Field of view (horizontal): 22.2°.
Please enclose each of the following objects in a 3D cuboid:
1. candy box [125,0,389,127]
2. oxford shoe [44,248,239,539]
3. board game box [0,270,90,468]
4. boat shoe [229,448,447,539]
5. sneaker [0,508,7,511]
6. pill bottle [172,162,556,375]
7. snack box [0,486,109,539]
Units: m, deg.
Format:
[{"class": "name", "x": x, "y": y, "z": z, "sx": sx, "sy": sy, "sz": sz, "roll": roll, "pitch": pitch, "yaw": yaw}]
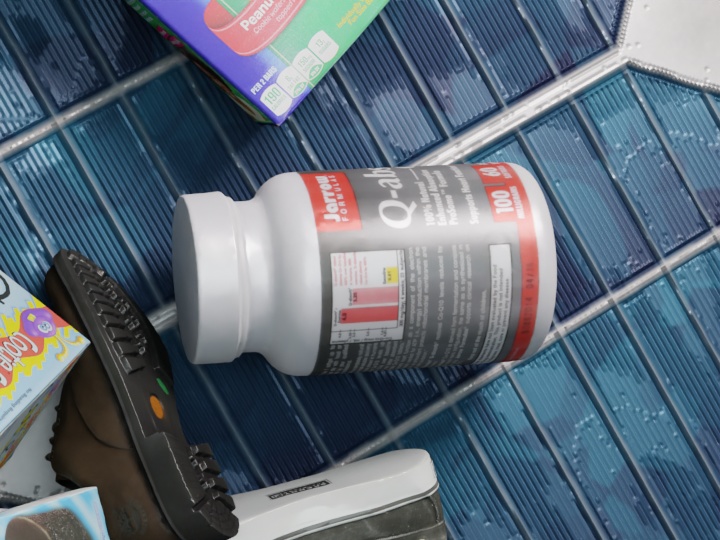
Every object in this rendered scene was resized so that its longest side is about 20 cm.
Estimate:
[{"class": "candy box", "x": -0.070, "y": -0.209, "z": 1.045, "sx": 0.200, "sy": 0.077, "sz": 0.169, "roll": 42, "pitch": 84, "yaw": -10}, {"class": "oxford shoe", "x": -0.142, "y": 0.076, "z": 0.999, "sx": 0.084, "sy": 0.073, "sz": 0.200, "roll": -33, "pitch": 58, "yaw": 14}, {"class": "board game box", "x": -0.261, "y": 0.030, "z": 0.947, "sx": 0.200, "sy": 0.103, "sz": 0.105, "roll": 38, "pitch": 122, "yaw": -1}, {"class": "boat shoe", "x": -0.047, "y": 0.158, "z": 1.033, "sx": 0.200, "sy": 0.071, "sz": 0.064, "roll": -14, "pitch": 98, "yaw": -8}, {"class": "sneaker", "x": -0.220, "y": 0.205, "z": 0.952, "sx": 0.081, "sy": 0.075, "sz": 0.200, "roll": 14, "pitch": 42, "yaw": 23}, {"class": "pill bottle", "x": 0.000, "y": 0.000, "z": 1.036, "sx": 0.200, "sy": 0.116, "sz": 0.116, "roll": -3, "pitch": 86, "yaw": -14}, {"class": "snack box", "x": -0.161, "y": 0.219, "z": 0.918, "sx": 0.116, "sy": 0.037, "sz": 0.200, "roll": -13, "pitch": 88, "yaw": -48}]
